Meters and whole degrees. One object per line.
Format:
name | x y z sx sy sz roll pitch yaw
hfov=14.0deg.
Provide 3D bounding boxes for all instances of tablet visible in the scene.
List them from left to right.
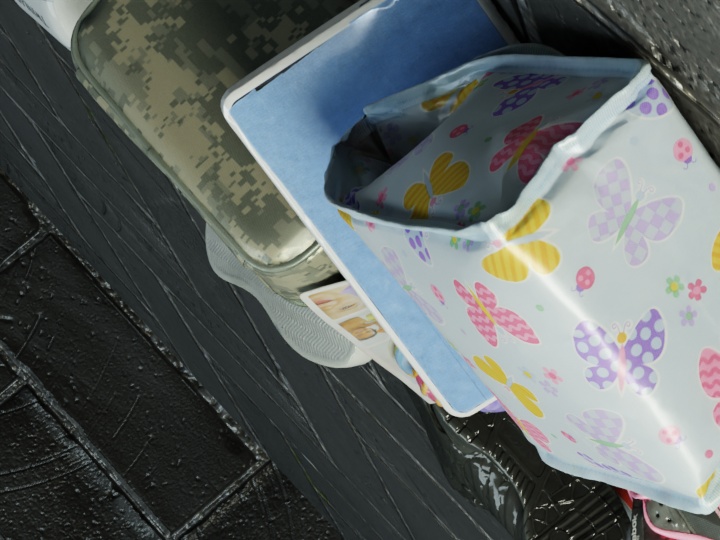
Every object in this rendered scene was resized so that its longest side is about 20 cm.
tablet | 0.043 -0.036 1.343 0.200 0.130 0.014 53 -167 -21

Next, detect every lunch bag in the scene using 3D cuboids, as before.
lunch bag | -0.030 -0.077 1.477 0.200 0.139 0.168 46 -179 24
lunch bag | 0.087 -0.004 1.251 0.170 0.127 0.200 51 162 -20

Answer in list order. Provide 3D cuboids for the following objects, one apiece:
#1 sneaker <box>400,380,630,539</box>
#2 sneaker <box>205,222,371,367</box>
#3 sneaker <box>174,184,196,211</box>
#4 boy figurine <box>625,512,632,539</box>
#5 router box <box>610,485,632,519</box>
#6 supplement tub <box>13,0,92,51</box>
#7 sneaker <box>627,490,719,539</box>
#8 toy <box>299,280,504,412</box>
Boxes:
sneaker | 0.086 0.112 1.648 0.200 0.060 0.104 53 170 11
sneaker | 0.000 0.000 1.678 0.200 0.115 0.074 41 125 57
sneaker | -0.114 -0.133 1.859 0.091 0.066 0.200 -119 9 -76
boy figurine | 0.210 0.172 1.468 0.124 0.065 0.200 8 -156 -26
router box | 0.108 0.072 1.712 0.180 0.049 0.200 50 172 1
supplement tub | -0.168 -0.207 1.679 0.200 0.123 0.123 40 167 47
sneaker | 0.155 0.092 1.409 0.200 0.095 0.079 49 174 13
toy | 0.059 0.039 1.464 0.200 0.115 0.047 44 -150 -61
